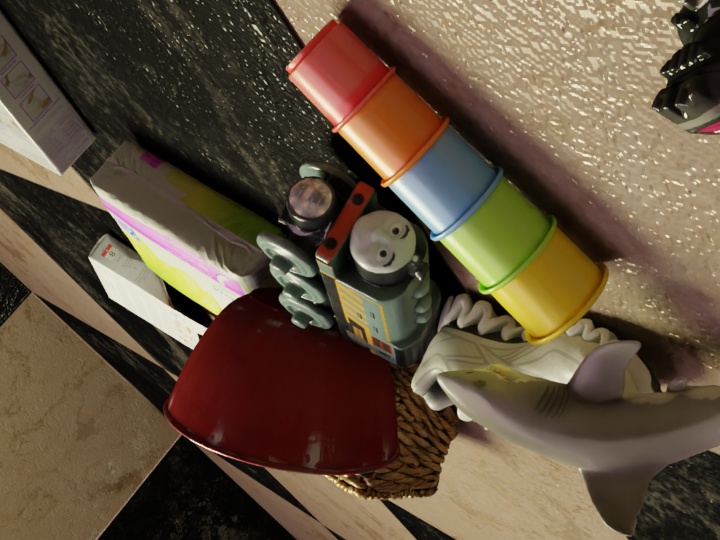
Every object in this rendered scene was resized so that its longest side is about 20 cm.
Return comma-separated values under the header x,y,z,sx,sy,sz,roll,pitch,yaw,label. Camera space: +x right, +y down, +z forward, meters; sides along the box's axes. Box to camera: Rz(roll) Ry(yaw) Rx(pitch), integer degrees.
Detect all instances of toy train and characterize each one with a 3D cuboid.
x,y,z,sx,sy,sz,roll,pitch,yaw,label
0.000,0.000,0.727,0.113,0.086,0.200,26,163,14,toy train

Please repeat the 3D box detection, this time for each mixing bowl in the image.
x,y,z,sx,sy,sz,roll,pitch,yaw,label
-0.054,0.078,0.866,0.199,0.109,0.200,11,-171,-2,mixing bowl

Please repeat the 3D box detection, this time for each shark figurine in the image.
x,y,z,sx,sy,sz,roll,pitch,yaw,label
0.156,0.091,0.549,0.213,0.090,0.128,-13,139,38,shark figurine

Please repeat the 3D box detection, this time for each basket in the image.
x,y,z,sx,sy,sz,roll,pitch,yaw,label
0.004,0.122,1.049,0.142,0.150,0.199,9,-173,-44,basket

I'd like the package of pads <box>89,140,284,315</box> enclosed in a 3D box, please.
x,y,z,sx,sy,sz,roll,pitch,yaw,label
-0.144,-0.019,0.985,0.199,0.068,0.155,31,160,26,package of pads

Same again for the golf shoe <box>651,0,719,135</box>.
x,y,z,sx,sy,sz,roll,pitch,yaw,label
0.162,-0.075,0.260,0.088,0.078,0.200,22,169,-14,golf shoe

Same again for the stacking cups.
x,y,z,sx,sy,sz,roll,pitch,yaw,label
0.046,-0.051,0.557,0.200,0.061,0.060,46,162,-10,stacking cups

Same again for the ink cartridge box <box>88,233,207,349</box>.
x,y,z,sx,sy,sz,roll,pitch,yaw,label
-0.268,0.041,1.445,0.199,0.050,0.162,28,161,7,ink cartridge box

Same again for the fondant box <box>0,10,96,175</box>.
x,y,z,sx,sy,sz,roll,pitch,yaw,label
-0.360,-0.194,1.009,0.144,0.058,0.200,27,160,34,fondant box

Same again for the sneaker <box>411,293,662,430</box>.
x,y,z,sx,sy,sz,roll,pitch,yaw,label
0.110,0.073,0.686,0.075,0.081,0.199,50,158,-26,sneaker
